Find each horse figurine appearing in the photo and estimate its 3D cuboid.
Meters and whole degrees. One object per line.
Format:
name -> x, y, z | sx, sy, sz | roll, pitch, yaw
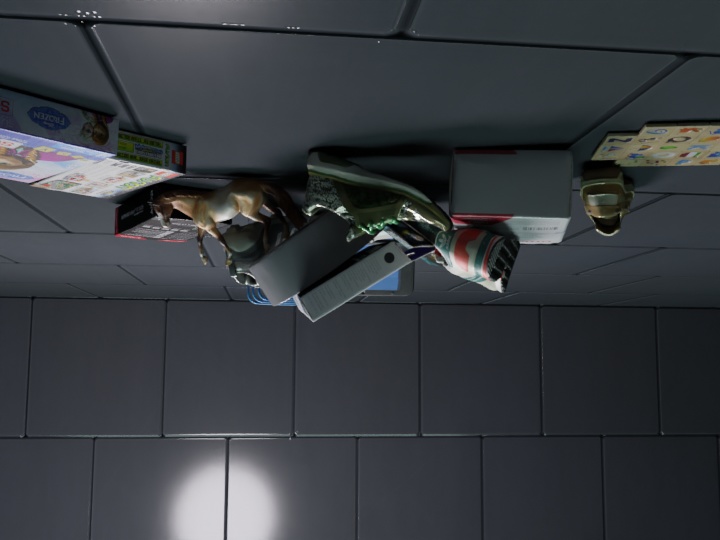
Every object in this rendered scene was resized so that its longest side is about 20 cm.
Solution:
horse figurine -> -0.174, -0.077, 1.109 | 0.196, 0.134, 0.050 | -15, -146, 8

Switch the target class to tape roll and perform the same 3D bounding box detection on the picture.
tape roll -> -0.061, -0.034, 1.140 | 0.198, 0.067, 0.200 | -35, -173, 5

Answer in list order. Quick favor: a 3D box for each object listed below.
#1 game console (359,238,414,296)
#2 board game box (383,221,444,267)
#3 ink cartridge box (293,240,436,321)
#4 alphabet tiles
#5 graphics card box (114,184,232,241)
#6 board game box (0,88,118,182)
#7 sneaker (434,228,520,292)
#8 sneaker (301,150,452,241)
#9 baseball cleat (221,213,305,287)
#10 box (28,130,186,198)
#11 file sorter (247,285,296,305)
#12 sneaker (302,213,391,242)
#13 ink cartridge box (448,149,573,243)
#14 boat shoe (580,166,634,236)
game console -> 0.006, -0.020, 1.471 | 0.195, 0.121, 0.171 | 0, 173, 1
board game box -> 0.086, -0.052, 1.187 | 0.134, 0.028, 0.200 | 36, 176, -12
ink cartridge box -> 0.000, 0.000, 1.128 | 0.197, 0.044, 0.198 | -29, -175, -8
alphabet tiles -> 0.372, -0.143, 0.921 | 0.195, 0.006, 0.166 | 0, 173, 6
graphics card box -> -0.292, -0.084, 1.245 | 0.123, 0.052, 0.199 | 4, 173, -32
board game box -> -0.388, -0.140, 0.830 | 0.197, 0.042, 0.198 | -6, 171, 42
sneaker -> 0.148, -0.022, 1.037 | 0.092, 0.072, 0.199 | 20, -179, 17
sneaker -> 0.015, -0.072, 0.968 | 0.196, 0.090, 0.077 | 22, -176, 14
baseball cleat -> -0.149, -0.033, 1.256 | 0.068, 0.109, 0.199 | 1, -169, 32
box -> -0.309, -0.126, 0.974 | 0.109, 0.036, 0.197 | 7, 170, -44
file sorter -> -0.149, 0.002, 1.644 | 0.136, 0.126, 0.199 | 4, 173, -21
sneaker -> -0.022, -0.059, 1.353 | 0.195, 0.074, 0.072 | -2, 171, 7
ink cartridge box -> 0.191, -0.090, 1.029 | 0.144, 0.088, 0.200 | 1, 175, 10
boat shoe -> 0.330, -0.085, 1.085 | 0.070, 0.078, 0.199 | -5, 175, 26
